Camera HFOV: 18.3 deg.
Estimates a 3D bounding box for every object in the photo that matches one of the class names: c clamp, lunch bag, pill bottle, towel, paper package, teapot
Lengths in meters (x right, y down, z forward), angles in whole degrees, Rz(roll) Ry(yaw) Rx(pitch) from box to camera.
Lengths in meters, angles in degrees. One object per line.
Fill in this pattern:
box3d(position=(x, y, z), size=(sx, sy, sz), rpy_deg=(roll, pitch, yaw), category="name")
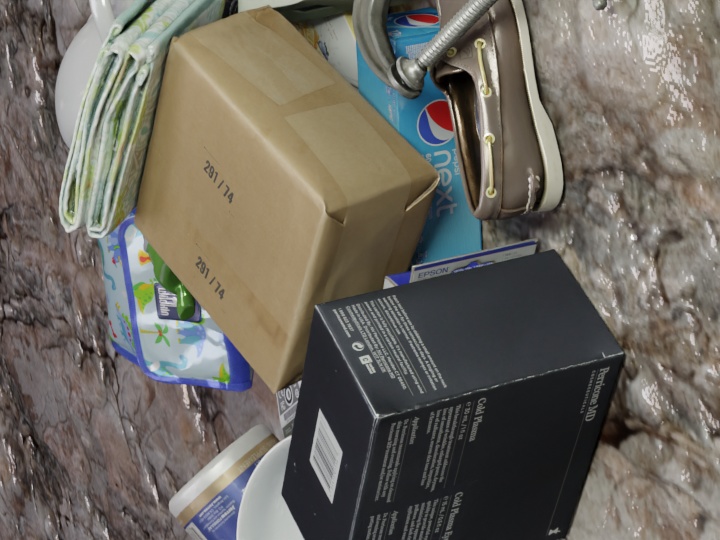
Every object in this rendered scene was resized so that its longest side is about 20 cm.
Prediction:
box3d(position=(0.064, -0.184, 1.445), size=(0.200, 0.027, 0.171), rpy_deg=(-39, 51, 37), category="c clamp")
box3d(position=(-0.163, 0.009, 2.080), size=(0.200, 0.127, 0.171), rpy_deg=(24, 126, 54), category="lunch bag")
box3d(position=(-0.060, 0.238, 1.893), size=(0.200, 0.111, 0.111), rpy_deg=(49, 154, 4), category="pill bottle")
box3d(position=(-0.157, -0.134, 1.651), size=(0.200, 0.048, 0.172), rpy_deg=(-56, -12, -58), category="towel")
box3d(position=(-0.059, -0.050, 1.593), size=(0.200, 0.103, 0.191), rpy_deg=(46, 138, 30), category="paper package")
box3d(position=(-0.176, -0.181, 1.930), size=(0.200, 0.197, 0.147), rpy_deg=(-34, 58, 55), category="teapot")

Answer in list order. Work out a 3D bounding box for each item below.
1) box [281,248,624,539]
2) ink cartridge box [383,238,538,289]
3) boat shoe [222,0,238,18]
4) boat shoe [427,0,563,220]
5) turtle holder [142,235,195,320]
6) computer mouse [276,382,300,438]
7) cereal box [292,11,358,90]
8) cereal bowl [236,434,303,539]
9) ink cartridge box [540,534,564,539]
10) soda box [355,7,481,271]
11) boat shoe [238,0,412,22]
box3d(position=(0.057, 0.105, 1.503), size=(0.200, 0.182, 0.104), rpy_deg=(102, 148, -45), category="box")
box3d(position=(0.061, 0.049, 1.575), size=(0.200, 0.099, 0.039), rpy_deg=(100, 150, -42), category="ink cartridge box")
box3d(position=(-0.065, -0.139, 1.711), size=(0.068, 0.072, 0.201), rpy_deg=(-51, 50, 54), category="boat shoe")
box3d(position=(0.078, -0.131, 1.487), size=(0.072, 0.059, 0.201), rpy_deg=(152, 105, -68), category="boat shoe")
box3d(position=(-0.122, -0.058, 1.854), size=(0.186, 0.141, 0.132), rpy_deg=(66, 180, -66), category="turtle holder")
box3d(position=(-0.051, 0.074, 1.944), size=(0.110, 0.044, 0.201), rpy_deg=(140, 122, -61), category="computer mouse")
box3d(position=(-0.028, -0.159, 1.759), size=(0.200, 0.039, 0.144), rpy_deg=(110, 141, -54), category="cereal box")
box3d(position=(0.003, 0.218, 1.777), size=(0.200, 0.083, 0.201), rpy_deg=(4, 96, 34), category="cereal bowl")
box3d(position=(0.069, 0.261, 1.536), size=(0.145, 0.199, 0.084), rpy_deg=(-132, 34, -51), category="ink cartridge box")
box3d(position=(0.042, -0.081, 1.596), size=(0.068, 0.064, 0.201), rpy_deg=(-144, 46, -58), category="soda box")
box3d(position=(-0.019, -0.227, 1.623), size=(0.200, 0.070, 0.072), rpy_deg=(-3, 83, 48), category="boat shoe")
